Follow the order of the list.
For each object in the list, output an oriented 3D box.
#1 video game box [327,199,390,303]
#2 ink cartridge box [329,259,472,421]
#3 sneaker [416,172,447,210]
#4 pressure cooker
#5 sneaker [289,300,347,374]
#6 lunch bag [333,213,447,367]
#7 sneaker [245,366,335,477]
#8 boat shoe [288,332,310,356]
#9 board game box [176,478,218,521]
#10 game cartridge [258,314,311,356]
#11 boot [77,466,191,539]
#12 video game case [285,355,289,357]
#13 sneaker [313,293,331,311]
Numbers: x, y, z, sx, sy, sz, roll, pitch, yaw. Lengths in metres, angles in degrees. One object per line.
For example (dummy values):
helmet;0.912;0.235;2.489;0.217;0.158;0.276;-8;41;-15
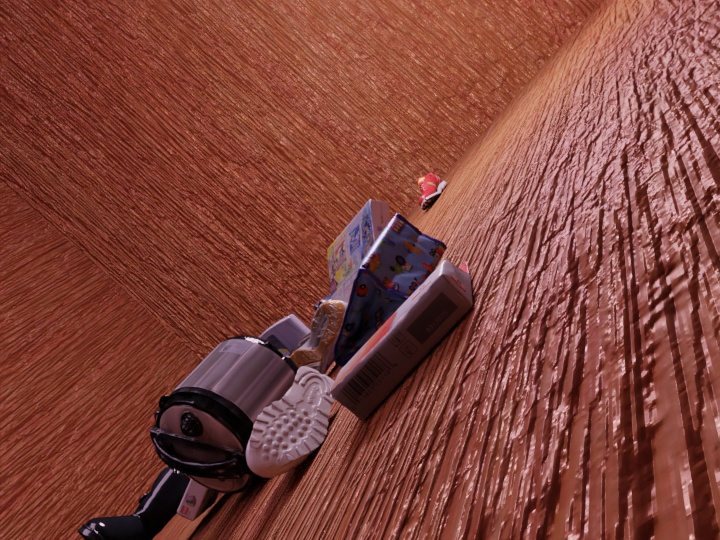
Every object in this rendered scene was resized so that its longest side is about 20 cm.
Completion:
video game box;0.000;0.000;1.354;0.200;0.046;0.184;-45;46;53
ink cartridge box;0.048;0.053;0.784;0.162;0.050;0.200;-48;6;14
sneaker;0.209;-0.256;2.360;0.077;0.085;0.200;-48;2;29
pressure cooker;-0.189;0.211;1.049;0.176;0.179;0.200;-43;5;40
sneaker;-0.061;0.144;1.283;0.087;0.076;0.201;7;-60;-55
lunch bag;0.024;0.044;1.089;0.201;0.094;0.151;-59;-2;41
sneaker;-0.082;0.191;0.866;0.081;0.076;0.200;-60;-7;22
boat shoe;-0.088;0.153;1.486;0.200;0.067;0.057;-44;-1;22
board game box;-0.232;0.301;1.231;0.126;0.034;0.202;40;-107;-84
game cartridge;-0.173;0.194;1.571;0.200;0.133;0.041;-48;-5;21
boot;-0.351;0.383;1.190;0.169;0.076;0.201;-52;-20;-24
video game case;-0.201;0.283;1.428;0.182;0.045;0.201;-52;-4;-48
sneaker;-0.104;0.121;2.513;0.082;0.071;0.200;-32;0;-16
